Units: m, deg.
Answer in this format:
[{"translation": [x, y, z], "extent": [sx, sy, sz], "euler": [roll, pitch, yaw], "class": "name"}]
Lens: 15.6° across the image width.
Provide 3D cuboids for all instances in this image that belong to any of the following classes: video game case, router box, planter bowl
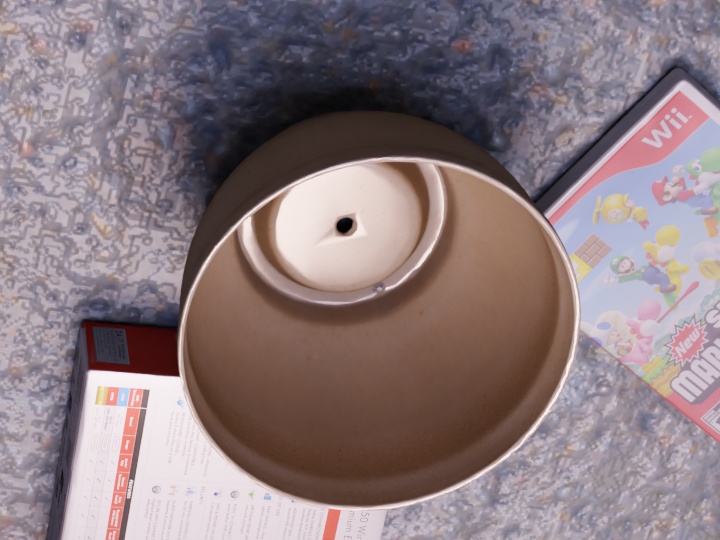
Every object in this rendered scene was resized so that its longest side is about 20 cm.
[{"translation": [0.188, -0.001, 1.430], "extent": [0.200, 0.017, 0.143], "euler": [38, 108, -26], "class": "video game case"}, {"translation": [-0.078, 0.132, 1.442], "extent": [0.178, 0.049, 0.201], "euler": [5, 119, -14], "class": "router box"}, {"translation": [0.000, 0.000, 1.328], "extent": [0.198, 0.135, 0.202], "euler": [-5, 122, -8], "class": "planter bowl"}]
